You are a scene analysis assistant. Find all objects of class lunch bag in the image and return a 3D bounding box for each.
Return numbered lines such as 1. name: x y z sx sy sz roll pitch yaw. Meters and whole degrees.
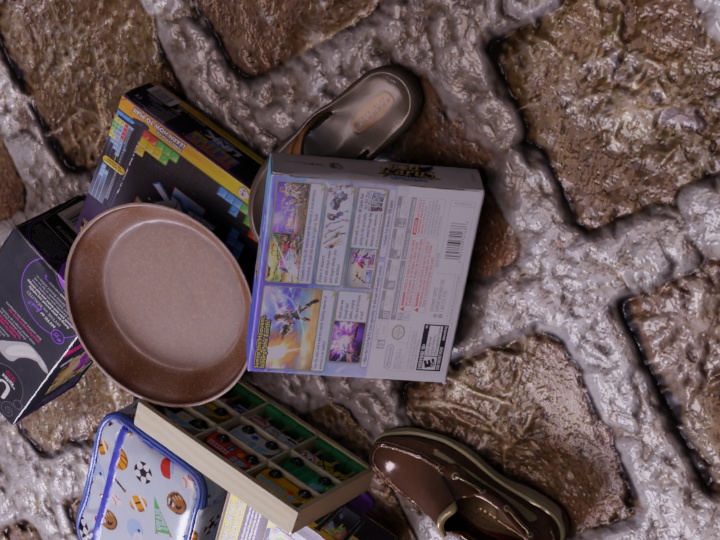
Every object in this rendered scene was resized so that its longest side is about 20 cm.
1. lunch bag: -0.219 0.240 1.661 0.160 0.075 0.201 32 123 20

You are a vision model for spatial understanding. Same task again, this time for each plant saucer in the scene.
1. plant saucer: -0.179 0.028 1.480 0.200 0.037 0.201 9 114 20

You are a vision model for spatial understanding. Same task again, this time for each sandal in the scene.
1. sandal: -0.026 -0.095 1.380 0.200 0.055 0.082 -42 91 15

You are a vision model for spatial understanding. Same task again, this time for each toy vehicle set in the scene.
1. toy vehicle set: -0.100 0.167 1.518 0.200 0.124 0.027 31 119 25

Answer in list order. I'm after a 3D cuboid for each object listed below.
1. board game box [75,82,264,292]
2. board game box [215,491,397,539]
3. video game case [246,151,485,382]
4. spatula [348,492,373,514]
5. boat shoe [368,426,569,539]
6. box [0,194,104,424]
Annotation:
1. board game box: -0.160 -0.053 1.509 0.200 0.057 0.166 36 124 15
2. board game box: -0.065 0.294 1.591 0.165 0.057 0.200 34 133 17
3. video game case: 0.000 0.000 1.383 0.180 0.046 0.201 4 121 -10
4. spatula: 0.021 0.276 1.566 0.200 0.021 0.056 51 123 3
5. boat shoe: 0.088 0.207 1.461 0.202 0.075 0.075 22 120 23
6. box: -0.319 0.041 1.626 0.122 0.106 0.200 47 126 6
